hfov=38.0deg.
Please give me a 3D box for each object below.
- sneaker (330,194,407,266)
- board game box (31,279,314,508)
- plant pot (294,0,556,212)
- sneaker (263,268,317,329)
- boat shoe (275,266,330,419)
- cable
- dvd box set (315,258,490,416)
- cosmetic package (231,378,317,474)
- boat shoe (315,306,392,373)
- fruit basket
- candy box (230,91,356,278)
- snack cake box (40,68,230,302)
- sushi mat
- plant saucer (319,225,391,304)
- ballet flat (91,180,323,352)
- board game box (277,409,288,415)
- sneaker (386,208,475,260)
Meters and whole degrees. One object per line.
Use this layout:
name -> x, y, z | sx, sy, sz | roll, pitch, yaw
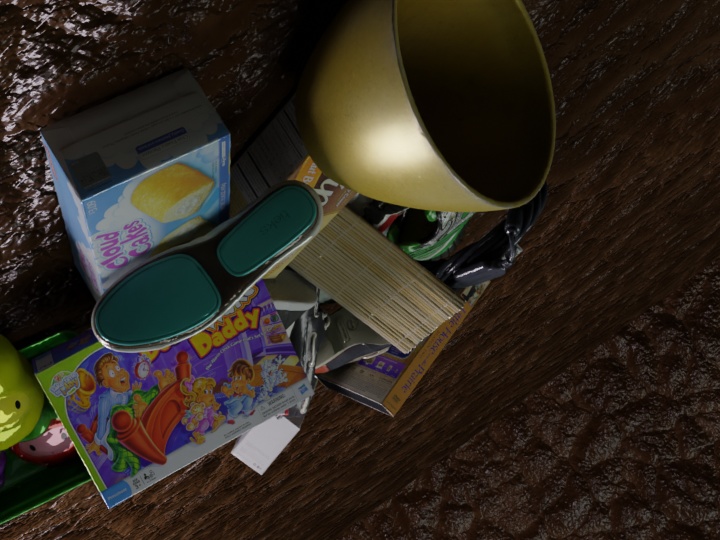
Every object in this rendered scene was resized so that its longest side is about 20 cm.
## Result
sneaker -> 0.026, -0.087, 1.045 | 0.200, 0.077, 0.085 | -39, 180, 27
board game box -> -0.156, 0.091, 0.889 | 0.199, 0.135, 0.045 | -28, -160, -13
plant pot -> 0.035, -0.128, 0.785 | 0.141, 0.202, 0.199 | -15, 176, 39
sneaker -> -0.136, 0.043, 1.001 | 0.199, 0.071, 0.099 | 9, 127, -50
boat shoe -> -0.065, 0.067, 1.123 | 0.060, 0.074, 0.201 | 8, 103, -22
cable -> 0.124, -0.052, 1.191 | 0.051, 0.164, 0.200 | 33, 148, -25
dvd box set -> 0.047, 0.069, 1.240 | 0.200, 0.146, 0.029 | -53, 123, -17
cosmetic package -> -0.099, 0.168, 1.309 | 0.083, 0.051, 0.200 | -53, -174, 19
boat shoe -> 0.009, 0.066, 1.197 | 0.199, 0.072, 0.062 | -27, 159, 22
fruit basket -> -0.315, 0.136, 0.908 | 0.214, 0.156, 0.216 | -26, 177, -1
candy box -> -0.065, -0.071, 0.924 | 0.200, 0.055, 0.115 | -45, 158, 28
snack cake box -> -0.164, -0.051, 0.793 | 0.115, 0.067, 0.200 | -28, 161, -19
sushi mat -> 0.000, 0.000, 1.034 | 0.096, 0.200, 0.012 | -44, -164, 33
plant saucer -> 0.004, -0.012, 1.195 | 0.199, 0.050, 0.200 | -29, 160, -11
ballet flat -> -0.114, 0.000, 0.813 | 0.199, 0.070, 0.069 | -34, 162, -4
board game box -> -0.163, 0.115, 1.029 | 0.150, 0.047, 0.200 | 3, 174, -15
sneaker -> 0.100, -0.087, 1.083 | 0.085, 0.078, 0.201 | -10, 137, -57
